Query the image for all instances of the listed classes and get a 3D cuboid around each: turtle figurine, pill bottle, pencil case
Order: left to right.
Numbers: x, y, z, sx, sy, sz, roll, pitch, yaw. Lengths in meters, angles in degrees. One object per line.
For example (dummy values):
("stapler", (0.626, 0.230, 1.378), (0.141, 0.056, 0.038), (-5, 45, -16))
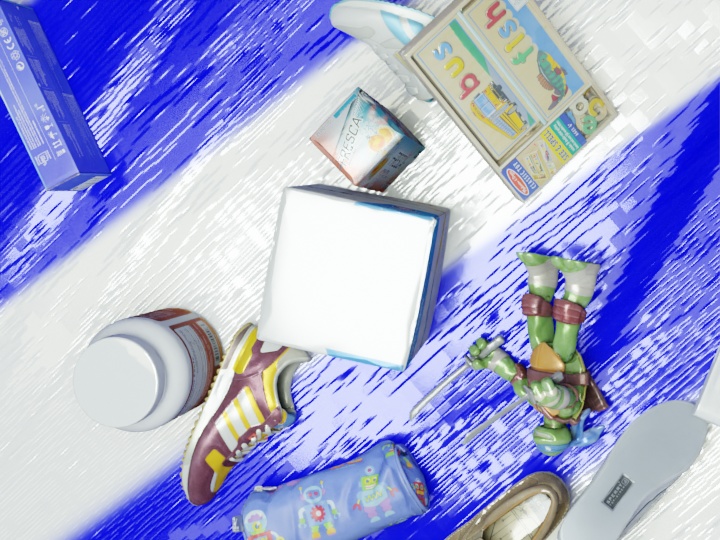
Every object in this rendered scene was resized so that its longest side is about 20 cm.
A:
("pill bottle", (-0.212, 0.099, 1.324), (0.111, 0.200, 0.114), (0, 92, 9))
("pencil case", (-0.029, 0.240, 1.364), (0.198, 0.078, 0.088), (-22, 82, 9))
("turtle figurine", (0.155, 0.080, 1.295), (0.198, 0.144, 0.196), (9, 90, 5))

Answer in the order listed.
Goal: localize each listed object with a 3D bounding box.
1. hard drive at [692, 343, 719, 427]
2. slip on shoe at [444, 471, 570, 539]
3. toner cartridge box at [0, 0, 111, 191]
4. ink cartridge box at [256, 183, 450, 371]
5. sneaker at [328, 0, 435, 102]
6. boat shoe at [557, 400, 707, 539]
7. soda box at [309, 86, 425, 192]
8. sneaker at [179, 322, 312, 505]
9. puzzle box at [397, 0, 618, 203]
("hard drive", (0.443, 0.121, 1.299), (0.198, 0.027, 0.133), (23, 85, 8))
("slip on shoe", (0.128, 0.280, 1.315), (0.200, 0.061, 0.076), (-43, 82, 10))
("toner cartridge box", (-0.335, -0.181, 1.384), (0.043, 0.095, 0.201), (-26, 88, 9))
("ink cartridge box", (0.000, 0.000, 1.286), (0.146, 0.200, 0.146), (11, 97, 8))
("sneaker", (0.056, -0.216, 1.331), (0.198, 0.076, 0.081), (23, 98, 9))
("boat shoe", (0.265, 0.210, 1.322), (0.200, 0.065, 0.074), (-41, 75, -12))
("soda box", (0.010, -0.122, 1.278), (0.068, 0.200, 0.064), (-45, 86, 7))
("sneaker", (-0.118, 0.160, 1.376), (0.089, 0.075, 0.202), (22, 97, 13))
("puzzle box", (0.145, -0.181, 1.292), (0.133, 0.025, 0.200), (-43, 112, 1))
